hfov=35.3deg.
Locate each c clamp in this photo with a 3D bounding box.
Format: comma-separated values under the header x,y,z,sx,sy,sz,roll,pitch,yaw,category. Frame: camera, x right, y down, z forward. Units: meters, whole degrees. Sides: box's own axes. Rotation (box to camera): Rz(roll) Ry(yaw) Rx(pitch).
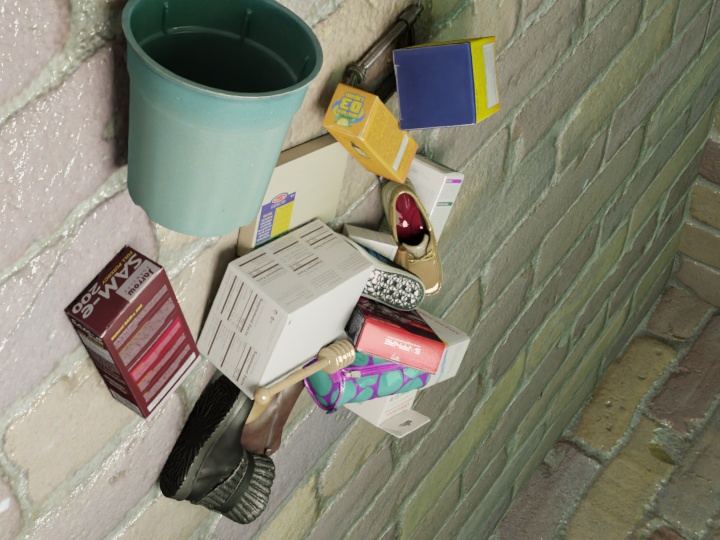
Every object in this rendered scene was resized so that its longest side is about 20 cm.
x,y,z,sx,sy,sz,roll,pitch,yaw,category
0.031,-0.295,1.567,0.201,0.027,0.172,-53,160,-23,c clamp

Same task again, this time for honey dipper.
x,y,z,sx,sy,sz,roll,pitch,yaw,category
-0.075,0.140,1.517,0.199,0.038,0.038,-25,138,-53,honey dipper

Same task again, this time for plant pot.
x,y,z,sx,sy,sz,roll,pitch,yaw,category
-0.154,-0.155,1.152,0.200,0.199,0.198,-36,153,-44,plant pot

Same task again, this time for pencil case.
x,y,z,sx,sy,sz,roll,pitch,yaw,category
0.015,0.152,1.683,0.198,0.092,0.087,-9,82,-41,pencil case

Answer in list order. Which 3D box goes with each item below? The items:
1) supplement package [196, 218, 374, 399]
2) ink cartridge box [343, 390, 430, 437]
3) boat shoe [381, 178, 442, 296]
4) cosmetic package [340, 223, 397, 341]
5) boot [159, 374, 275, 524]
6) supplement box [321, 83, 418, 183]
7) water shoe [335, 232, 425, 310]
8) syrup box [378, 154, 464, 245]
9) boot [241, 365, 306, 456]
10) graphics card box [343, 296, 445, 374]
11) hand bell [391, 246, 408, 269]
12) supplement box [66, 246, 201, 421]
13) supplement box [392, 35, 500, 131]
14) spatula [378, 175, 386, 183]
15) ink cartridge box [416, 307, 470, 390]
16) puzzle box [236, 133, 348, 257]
x,y,z,sx,sy,sz,roll,pitch,yaw,category
-0.100,0.049,1.521,0.199,0.110,0.157,-29,152,-50,supplement package
0.018,0.181,1.820,0.116,0.198,0.068,-18,132,-57,ink cartridge box
0.081,-0.044,1.750,0.073,0.067,0.202,-22,110,0,boat shoe
-0.014,0.036,1.740,0.051,0.081,0.203,-113,-141,-64,cosmetic package
-0.172,0.250,1.592,0.157,0.079,0.213,26,103,-37,boot
0.017,-0.184,1.539,0.070,0.066,0.200,-68,159,-3,supplement box
0.000,0.000,1.657,0.072,0.198,0.079,-60,-170,7,water shoe
0.088,-0.080,1.833,0.081,0.078,0.203,-6,120,-62,syrup box
-0.124,0.196,1.707,0.199,0.072,0.168,-29,138,-37,boot
0.037,0.082,1.628,0.200,0.124,0.052,-130,-121,-73,graphics card box
0.051,0.050,1.766,0.104,0.103,0.202,-34,144,-46,hand bell
-0.260,0.078,1.322,0.109,0.060,0.201,-51,155,-26,supplement box
0.124,-0.265,1.586,0.200,0.108,0.111,-37,123,-68,supplement box
0.080,-0.222,1.737,0.202,0.020,0.056,-59,144,-3,spatula
0.082,0.132,1.961,0.199,0.146,0.087,-6,122,-61,ink cartridge box
-0.088,-0.104,1.521,0.199,0.025,0.135,-29,141,-51,puzzle box
